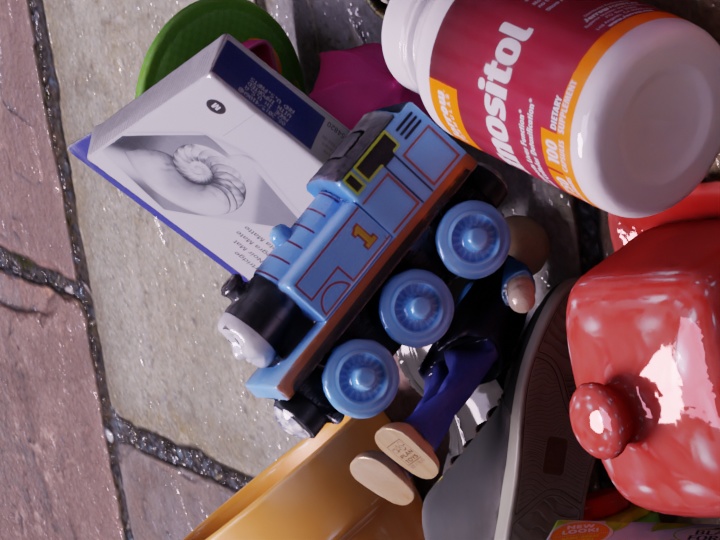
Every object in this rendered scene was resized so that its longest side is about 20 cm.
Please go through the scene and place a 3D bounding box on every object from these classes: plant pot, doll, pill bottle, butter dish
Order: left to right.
[{"bbox_3d":[-0.014,0.218,1.891,0.183,0.200,0.200,51,148,-1],"label":"plant pot"},{"bbox_3d":[0.066,0.043,1.659,0.048,0.200,0.136,34,144,-3],"label":"doll"},{"bbox_3d":[0.105,-0.112,1.567,0.200,0.113,0.113,29,131,47],"label":"pill bottle"},{"bbox_3d":[0.179,0.062,1.522,0.199,0.148,0.201,-4,104,57],"label":"butter dish"}]

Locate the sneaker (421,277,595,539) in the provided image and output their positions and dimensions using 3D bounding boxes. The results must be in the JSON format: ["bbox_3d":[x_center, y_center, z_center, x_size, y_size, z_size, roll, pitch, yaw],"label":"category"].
[{"bbox_3d":[0.091,0.099,1.687,0.106,0.075,0.201,4,77,58],"label":"sneaker"}]

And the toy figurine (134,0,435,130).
[{"bbox_3d":[-0.023,-0.076,1.785,0.184,0.150,0.201,7,122,45],"label":"toy figurine"}]

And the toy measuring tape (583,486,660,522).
[{"bbox_3d":[0.173,0.162,1.668,0.200,0.073,0.074,-16,94,56],"label":"toy measuring tape"}]

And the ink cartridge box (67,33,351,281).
[{"bbox_3d":[-0.068,-0.041,1.742,0.199,0.041,0.200,37,144,-19],"label":"ink cartridge box"}]

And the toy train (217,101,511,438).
[{"bbox_3d":[0.000,0.000,1.627,0.114,0.200,0.087,42,168,-11],"label":"toy train"}]

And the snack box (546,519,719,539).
[{"bbox_3d":[0.187,0.187,1.505,0.199,0.142,0.053,0,109,19],"label":"snack box"}]

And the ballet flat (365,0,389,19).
[{"bbox_3d":[0.017,-0.204,1.620,0.071,0.071,0.200,55,172,22],"label":"ballet flat"}]

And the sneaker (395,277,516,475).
[{"bbox_3d":[0.087,0.080,1.762,0.091,0.076,0.201,-7,108,47],"label":"sneaker"}]
